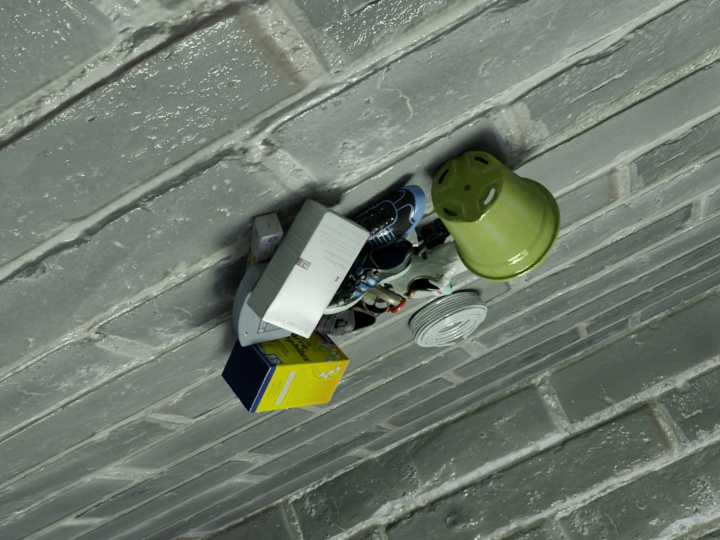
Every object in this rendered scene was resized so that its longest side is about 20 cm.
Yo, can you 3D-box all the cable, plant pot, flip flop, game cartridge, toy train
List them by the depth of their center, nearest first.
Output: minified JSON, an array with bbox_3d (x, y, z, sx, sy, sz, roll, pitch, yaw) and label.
[{"bbox_3d":[0.216,-0.106,1.434,0.200,0.201,0.184,-31,147,18],"label":"plant pot"},{"bbox_3d":[-0.151,0.052,1.440,0.133,0.041,0.200,-15,146,-30],"label":"game cartridge"},{"bbox_3d":[0.085,-0.034,1.622,0.199,0.046,0.034,-29,158,12],"label":"toy train"},{"bbox_3d":[0.034,0.058,1.669,0.081,0.058,0.200,23,178,-10],"label":"flip flop"},{"bbox_3d":[0.221,0.122,2.096,0.199,0.069,0.200,-4,150,-40],"label":"cable"}]

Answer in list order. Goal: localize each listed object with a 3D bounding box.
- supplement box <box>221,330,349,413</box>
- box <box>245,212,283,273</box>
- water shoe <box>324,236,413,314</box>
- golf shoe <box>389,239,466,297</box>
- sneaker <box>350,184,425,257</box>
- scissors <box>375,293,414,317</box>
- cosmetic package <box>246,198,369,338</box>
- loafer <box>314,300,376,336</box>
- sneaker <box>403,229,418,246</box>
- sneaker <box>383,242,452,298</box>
[{"bbox_3d":[-0.139,0.182,1.580,0.199,0.109,0.110,1,124,-46],"label":"supplement box"},{"bbox_3d":[-0.162,-0.025,1.395,0.039,0.042,0.200,-16,158,-20],"label":"box"},{"bbox_3d":[0.000,0.000,1.421,0.199,0.072,0.079,-30,160,-21],"label":"water shoe"},{"bbox_3d":[0.151,0.005,1.582,0.199,0.097,0.079,-17,132,-6],"label":"golf shoe"},{"bbox_3d":[0.027,-0.076,1.433,0.078,0.070,0.200,-12,157,-46],"label":"sneaker"},{"bbox_3d":[0.062,0.075,1.732,0.073,0.014,0.200,-51,-174,-24],"label":"scissors"},{"bbox_3d":[-0.084,-0.003,1.337,0.101,0.074,0.201,25,97,-37],"label":"cosmetic package"},{"bbox_3d":[-0.025,0.092,1.647,0.072,0.063,0.200,-66,162,14],"label":"loafer"},{"bbox_3d":[0.036,-0.014,1.539,0.075,0.089,0.200,-4,145,-40],"label":"sneaker"},{"bbox_3d":[0.113,0.006,1.708,0.139,0.078,0.200,-14,147,1],"label":"sneaker"}]
